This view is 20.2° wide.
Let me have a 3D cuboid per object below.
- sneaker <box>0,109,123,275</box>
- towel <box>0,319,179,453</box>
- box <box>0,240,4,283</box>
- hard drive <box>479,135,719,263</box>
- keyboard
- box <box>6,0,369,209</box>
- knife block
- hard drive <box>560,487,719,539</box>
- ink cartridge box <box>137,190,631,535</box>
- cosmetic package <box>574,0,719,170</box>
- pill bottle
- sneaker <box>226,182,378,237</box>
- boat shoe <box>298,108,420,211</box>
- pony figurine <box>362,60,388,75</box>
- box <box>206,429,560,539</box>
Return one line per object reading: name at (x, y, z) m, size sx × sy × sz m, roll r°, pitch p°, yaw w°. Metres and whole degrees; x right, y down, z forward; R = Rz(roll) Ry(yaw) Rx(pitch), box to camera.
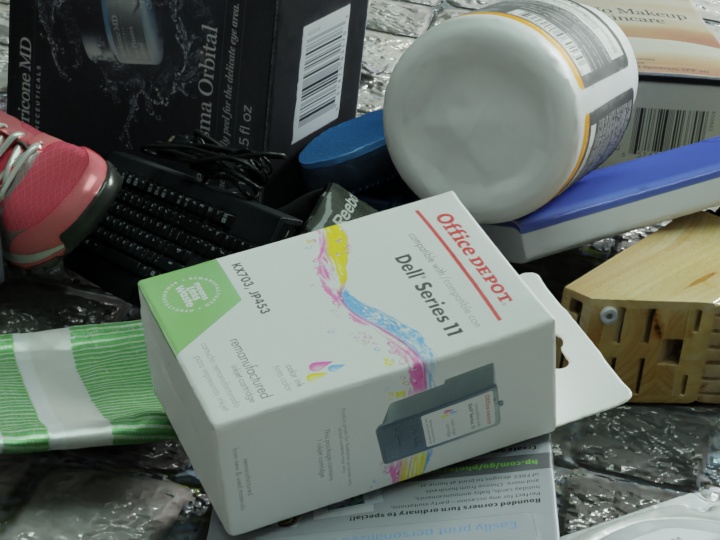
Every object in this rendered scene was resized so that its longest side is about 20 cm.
sneaker at (-0.211, -0.058, 1.117) m, size 0.199 × 0.087 × 0.074 m, roll 16°, pitch 65°, yaw 49°
towel at (-0.158, 0.055, 0.987) m, size 0.198 × 0.024 × 0.153 m, roll -2°, pitch 15°, yaw -18°
box at (-0.274, -0.079, 1.039) m, size 0.114 × 0.202 × 0.132 m, roll 13°, pitch 24°, yaw 39°
hard drive at (0.161, -0.046, 1.203) m, size 0.199 × 0.026 × 0.132 m, roll -16°, pitch 8°, yaw -17°
keyboard at (-0.105, -0.032, 1.078) m, size 0.040 × 0.105 × 0.199 m, roll 32°, pitch -7°, yaw -36°
box at (-0.106, -0.148, 1.244) m, size 0.199 × 0.198 × 0.117 m, roll 20°, pitch 30°, yaw 25°
knife block at (0.191, 0.007, 1.163) m, size 0.198 × 0.064 × 0.176 m, roll 2°, pitch 26°, yaw -11°
hard drive at (0.170, 0.169, 0.866) m, size 0.139 × 0.038 × 0.200 m, roll -12°, pitch 33°, yaw -33°
ink cartridge box at (0.012, 0.032, 0.911) m, size 0.199 × 0.068 × 0.117 m, roll -17°, pitch 38°, yaw -16°
cosmetic package at (0.193, -0.136, 1.418) m, size 0.102 × 0.088 × 0.200 m, roll 2°, pitch 27°, yaw -9°
pill bottle at (0.096, -0.100, 1.179) m, size 0.116 × 0.117 × 0.200 m, roll 16°, pitch 17°, yaw 16°
sneaker at (0.000, 0.000, 1.095) m, size 0.198 × 0.091 × 0.067 m, roll 8°, pitch 27°, yaw 2°
boat shoe at (0.034, -0.065, 1.246) m, size 0.084 × 0.069 × 0.200 m, roll -1°, pitch 14°, yaw 34°
pony figurine at (-0.066, -0.201, 1.406) m, size 0.192 × 0.201 × 0.167 m, roll 28°, pitch 23°, yaw 6°
box at (0.010, 0.127, 0.862) m, size 0.154 × 0.041 × 0.200 m, roll -7°, pitch 25°, yaw 5°
